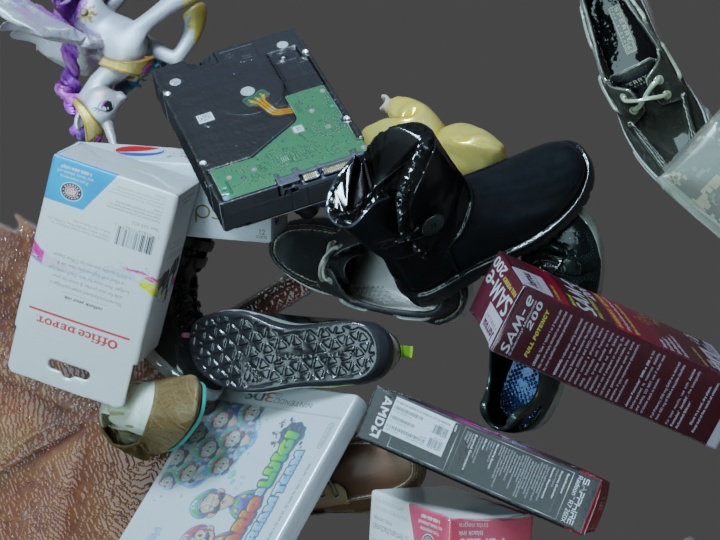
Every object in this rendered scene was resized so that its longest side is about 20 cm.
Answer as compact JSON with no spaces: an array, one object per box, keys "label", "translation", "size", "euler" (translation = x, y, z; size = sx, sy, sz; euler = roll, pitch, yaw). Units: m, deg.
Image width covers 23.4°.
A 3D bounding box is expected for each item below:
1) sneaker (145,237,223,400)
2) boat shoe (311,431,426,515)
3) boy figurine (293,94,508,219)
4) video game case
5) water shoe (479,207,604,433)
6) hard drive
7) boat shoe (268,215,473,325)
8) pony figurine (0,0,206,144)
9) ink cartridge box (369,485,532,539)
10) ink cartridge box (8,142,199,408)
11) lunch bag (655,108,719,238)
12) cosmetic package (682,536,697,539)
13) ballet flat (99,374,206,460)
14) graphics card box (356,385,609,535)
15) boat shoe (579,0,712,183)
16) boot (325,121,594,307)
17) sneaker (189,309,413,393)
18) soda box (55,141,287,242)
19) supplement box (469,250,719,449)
[{"label":"sneaker","translation":[-0.165,0.019,1.589],"size":[0.099,0.071,0.200],"euler":[-45,63,22]},{"label":"boat shoe","translation":[-0.038,0.185,1.536],"size":[0.200,0.072,0.076],"euler":[-13,85,24]},{"label":"boy figurine","translation":[0.033,-0.098,1.507],"size":[0.200,0.064,0.125],"euler":[-8,65,22]},{"label":"video game case","translation":[-0.107,0.184,1.508],"size":[0.182,0.024,0.200],"euler":[5,56,43]},{"label":"water shoe","translation":[0.151,0.041,1.444],"size":[0.071,0.079,0.201],"euler":[14,96,24]},{"label":"hard drive","translation":[-0.085,-0.124,1.494],"size":[0.139,0.038,0.200],"euler":[-19,45,-12]},{"label":"boat shoe","translation":[0.000,0.000,1.525],"size":[0.200,0.060,0.074],"euler":[22,99,23]},{"label":"pony figurine","translation":[-0.246,-0.227,1.605],"size":[0.193,0.167,0.200],"euler":[38,90,12]},{"label":"ink cartridge box","translation":[0.068,0.291,1.447],"size":[0.146,0.085,0.201],"euler":[7,95,64]},{"label":"ink cartridge box","translation":[-0.223,0.004,1.500],"size":[0.115,0.068,0.200],"euler":[18,106,7]},{"label":"lunch bag","translation":[0.355,-0.065,1.324],"size":[0.200,0.118,0.164],"euler":[43,106,5]},{"label":"cosmetic package","translation":[0.239,0.322,1.394],"size":[0.074,0.102,0.200],"euler":[29,103,21]},{"label":"ballet flat","translation":[-0.195,0.129,1.552],"size":[0.072,0.200,0.068],"euler":[16,74,-15]},{"label":"graphics card box","translation":[0.103,0.156,1.422],"size":[0.200,0.125,0.051],"euler":[21,88,14]},{"label":"boat shoe","translation":[0.229,-0.150,1.416],"size":[0.071,0.064,0.200],"euler":[-29,79,22]},{"label":"boot","translation":[0.083,-0.067,1.391],"size":[0.200,0.168,0.076],"euler":[-35,55,4]},{"label":"sneaker","translation":[-0.052,0.075,1.536],"size":[0.199,0.083,0.072],"euler":[5,90,20]},{"label":"soda box","translation":[-0.166,-0.071,1.538],"size":[0.199,0.064,0.068],"euler":[5,106,10]},{"label":"supplement box","translation":[0.192,0.061,1.361],"size":[0.200,0.109,0.061],"euler":[23,102,-12]}]
